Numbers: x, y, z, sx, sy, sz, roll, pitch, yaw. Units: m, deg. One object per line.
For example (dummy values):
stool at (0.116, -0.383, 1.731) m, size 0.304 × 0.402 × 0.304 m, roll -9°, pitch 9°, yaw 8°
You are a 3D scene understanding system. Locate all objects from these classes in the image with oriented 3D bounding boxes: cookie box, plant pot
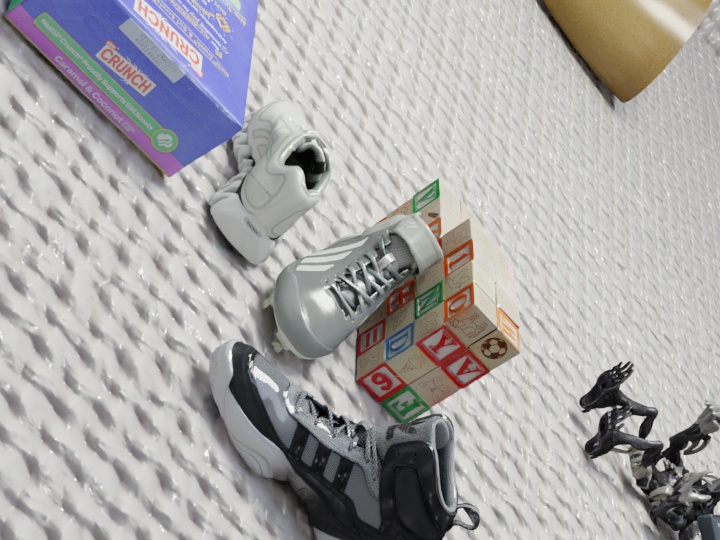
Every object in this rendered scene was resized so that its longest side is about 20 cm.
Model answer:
cookie box at (-0.159, -0.191, 1.420) m, size 0.171 × 0.075 × 0.201 m, roll 46°, pitch 24°, yaw -26°
plant pot at (0.323, -0.352, 2.544) m, size 0.199 × 0.187 × 0.187 m, roll 37°, pitch 25°, yaw -7°

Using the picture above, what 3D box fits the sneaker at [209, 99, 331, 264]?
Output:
sneaker at (-0.055, -0.080, 1.482) m, size 0.075 × 0.081 × 0.201 m, roll 46°, pitch 23°, yaw -19°

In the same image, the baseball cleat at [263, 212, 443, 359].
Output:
baseball cleat at (0.000, 0.000, 1.450) m, size 0.070 × 0.106 × 0.200 m, roll 58°, pitch 24°, yaw -10°

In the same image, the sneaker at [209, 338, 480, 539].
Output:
sneaker at (-0.005, 0.109, 1.280) m, size 0.201 × 0.113 × 0.076 m, roll 54°, pitch 22°, yaw -8°

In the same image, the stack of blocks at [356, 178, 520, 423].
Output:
stack of blocks at (0.060, 0.014, 1.544) m, size 0.059 × 0.115 × 0.201 m, roll 45°, pitch 24°, yaw -26°

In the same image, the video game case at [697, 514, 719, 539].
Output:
video game case at (0.362, 0.327, 1.807) m, size 0.143 × 0.019 × 0.202 m, roll 15°, pitch 62°, yaw -59°

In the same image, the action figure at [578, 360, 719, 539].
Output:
action figure at (0.293, 0.178, 1.825) m, size 0.200 × 0.102 × 0.119 m, roll 42°, pitch 34°, yaw -29°
